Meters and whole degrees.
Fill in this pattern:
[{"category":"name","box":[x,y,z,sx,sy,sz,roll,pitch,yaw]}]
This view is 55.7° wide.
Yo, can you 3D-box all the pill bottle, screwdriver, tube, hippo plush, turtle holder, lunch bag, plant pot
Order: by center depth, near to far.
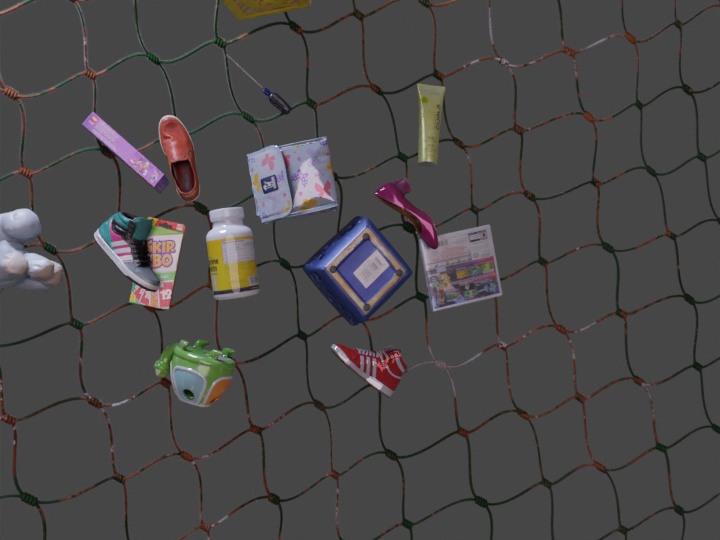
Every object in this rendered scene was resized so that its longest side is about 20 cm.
[{"category":"hippo plush","box":[-0.746,-0.044,1.503,0.196,0.158,0.166,-16,71,30]},{"category":"turtle holder","box":[-0.382,0.231,1.555,0.181,0.141,0.136,15,88,-12]},{"category":"pill bottle","box":[-0.300,-0.039,1.586,0.109,0.112,0.206,-7,91,-11]},{"category":"lunch bag","box":[-0.159,-0.208,1.611,0.194,0.127,0.175,-10,90,-4]},{"category":"plant pot","box":[0.000,0.000,1.613,0.200,0.180,0.201,-43,97,-8]},{"category":"screwdriver","box":[-0.246,-0.449,1.645,0.199,0.029,0.028,41,83,-5]},{"category":"tube","box":[0.173,-0.368,1.717,0.057,0.051,0.206,11,81,-51]}]

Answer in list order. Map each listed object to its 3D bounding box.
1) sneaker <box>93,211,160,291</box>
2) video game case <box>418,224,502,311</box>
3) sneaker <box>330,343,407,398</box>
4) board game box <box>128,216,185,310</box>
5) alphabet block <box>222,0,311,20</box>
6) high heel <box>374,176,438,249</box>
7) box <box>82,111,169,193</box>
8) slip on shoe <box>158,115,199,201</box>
[{"category":"sneaker","box":[-0.499,-0.059,1.538,0.200,0.083,0.121,44,101,8]},{"category":"video game case","box":[0.257,-0.007,1.745,0.194,0.023,0.188,-12,92,-12]},{"category":"sneaker","box":[0.027,0.211,1.673,0.199,0.071,0.114,38,87,-17]},{"category":"board game box","box":[-0.474,-0.017,1.596,0.093,0.030,0.206,11,85,-11]},{"category":"alphabet block","box":[-0.227,-0.713,1.543,0.190,0.195,0.206,-8,90,8]},{"category":"high heel","box":[0.115,-0.130,1.685,0.094,0.067,0.204,-26,88,-20]},{"category":"box","box":[-0.521,-0.259,1.529,0.199,0.137,0.039,42,82,-8]},{"category":"slip on shoe","box":[-0.421,-0.263,1.589,0.072,0.061,0.206,-15,91,-9]}]
